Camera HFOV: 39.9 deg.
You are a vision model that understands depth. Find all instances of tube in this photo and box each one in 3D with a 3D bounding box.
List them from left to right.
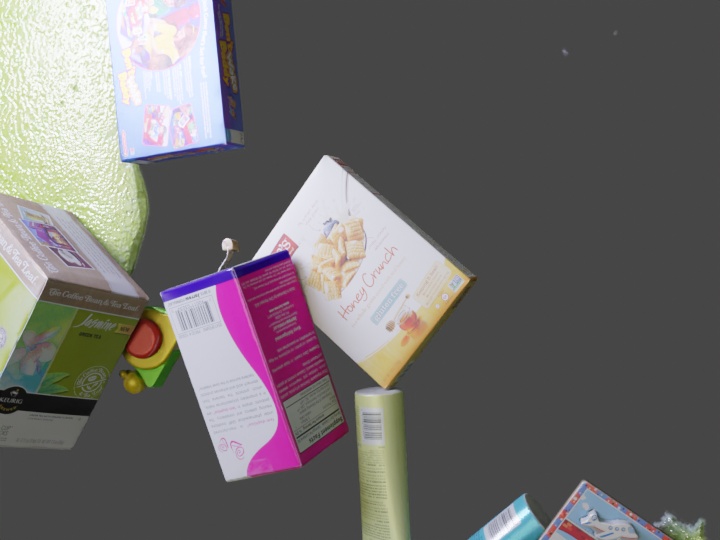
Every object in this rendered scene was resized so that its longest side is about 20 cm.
[{"bbox_3d":[0.024,0.221,1.004,0.051,0.058,0.203,-3,90,4],"label":"tube"},{"bbox_3d":[0.099,0.296,0.968,0.199,0.077,0.051,-40,86,13],"label":"tube"}]

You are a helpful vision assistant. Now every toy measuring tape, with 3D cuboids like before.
[{"bbox_3d":[-0.208,0.041,1.079,0.073,0.074,0.201,31,92,17],"label":"toy measuring tape"}]

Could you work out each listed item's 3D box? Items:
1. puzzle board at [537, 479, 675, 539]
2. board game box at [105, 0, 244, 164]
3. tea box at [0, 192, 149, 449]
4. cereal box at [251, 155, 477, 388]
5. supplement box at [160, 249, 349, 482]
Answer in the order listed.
[{"bbox_3d":[0.246,0.308,0.914,0.199,0.017,0.152,34,102,2],"label":"puzzle board"},{"bbox_3d":[-0.203,-0.225,1.078,0.133,0.045,0.203,-5,89,20],"label":"board game box"},{"bbox_3d":[-0.361,0.051,1.064,0.200,0.133,0.198,40,106,38],"label":"tea box"},{"bbox_3d":[0.000,0.000,1.010,0.200,0.039,0.145,40,105,15],"label":"cereal box"},{"bbox_3d":[-0.104,0.095,0.997,0.100,0.103,0.202,-16,93,32],"label":"supplement box"}]
